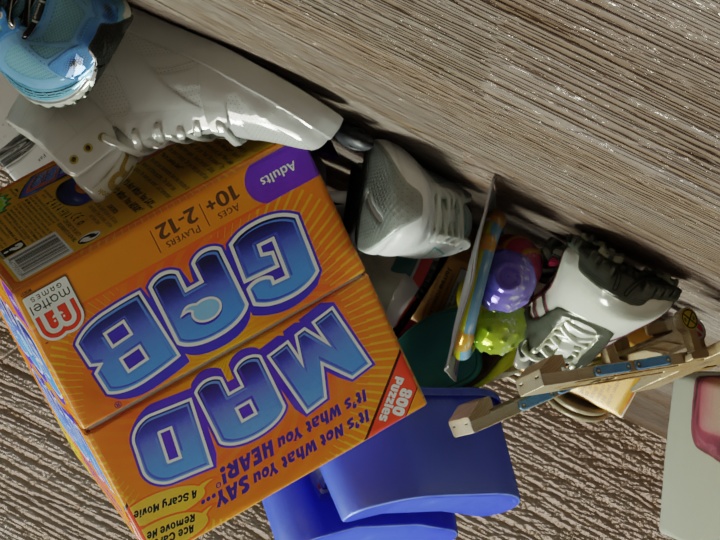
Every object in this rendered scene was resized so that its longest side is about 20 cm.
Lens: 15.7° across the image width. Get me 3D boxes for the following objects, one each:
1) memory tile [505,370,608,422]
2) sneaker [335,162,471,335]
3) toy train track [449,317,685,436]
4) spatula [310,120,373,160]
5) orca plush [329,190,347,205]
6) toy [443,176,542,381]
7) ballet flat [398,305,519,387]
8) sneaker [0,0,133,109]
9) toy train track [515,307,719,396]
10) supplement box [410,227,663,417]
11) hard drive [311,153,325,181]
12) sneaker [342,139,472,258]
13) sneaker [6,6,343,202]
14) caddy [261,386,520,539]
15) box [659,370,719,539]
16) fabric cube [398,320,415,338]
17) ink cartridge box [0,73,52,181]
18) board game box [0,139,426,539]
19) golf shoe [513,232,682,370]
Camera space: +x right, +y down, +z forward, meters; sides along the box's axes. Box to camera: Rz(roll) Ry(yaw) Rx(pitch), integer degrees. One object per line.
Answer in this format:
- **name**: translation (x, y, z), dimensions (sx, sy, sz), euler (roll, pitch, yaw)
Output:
- **memory tile**: translation (0.120, 0.044, 1.941), dimensions (0.200, 0.017, 0.153), euler (31, -152, 18)
- **sneaker**: translation (0.000, 0.000, 1.809), dimensions (0.093, 0.070, 0.200), euler (34, 137, 3)
- **toy train track**: translation (0.139, 0.062, 1.737), dimensions (0.200, 0.033, 0.115), euler (-22, -179, -33)
- **spatula**: translation (-0.024, -0.086, 1.634), dimensions (0.056, 0.021, 0.200), euler (21, 177, -15)
- **orca plush**: translation (-0.021, -0.020, 1.868), dimensions (0.105, 0.071, 0.200), euler (-13, 169, 21)
- **toy**: translation (0.085, 0.012, 1.607), dimensions (0.047, 0.115, 0.200), euler (13, 176, 1)
- **ballet flat**: translation (0.100, 0.045, 1.809), dimensions (0.067, 0.067, 0.200), euler (8, 151, -37)
- **sneaker**: translation (-0.216, -0.156, 1.525), dimensions (0.200, 0.078, 0.090), euler (23, 173, 42)
- **toy train track**: translation (0.172, 0.046, 1.555), dimensions (0.200, 0.033, 0.115), euler (-7, 166, -39)
- **supplement box**: translation (0.116, 0.029, 1.875), dimensions (0.200, 0.069, 0.067), euler (24, -153, 6)
- **hard drive**: translation (-0.105, -0.100, 1.880), dimensions (0.135, 0.042, 0.200), euler (25, 178, 24)
- **sneaker**: translation (0.035, -0.041, 1.626), dimensions (0.080, 0.071, 0.200), euler (10, 180, -4)
- **sneaker**: translation (-0.115, -0.084, 1.551), dimensions (0.200, 0.116, 0.074), euler (23, 175, 22)
- **caddy**: translation (0.015, 0.128, 1.774), dimensions (0.200, 0.105, 0.141), euler (3, 152, -46)
- **box**: translation (0.277, 0.125, 1.588), dimensions (0.128, 0.109, 0.200), euler (4, -178, -13)
- **fabric cube**: translation (-0.080, 0.028, 2.072), dimensions (0.196, 0.200, 0.199), euler (41, -177, 23)
- **ink cartridge box**: translation (-0.206, -0.089, 1.908), dimensions (0.200, 0.084, 0.146), euler (49, -174, 22)
- **board game box**: translation (-0.113, 0.024, 1.661), dimensions (0.200, 0.200, 0.200), euler (65, 169, -22)
- **golf shoe**: translation (0.142, 0.028, 1.609), dimensions (0.077, 0.088, 0.200), euler (28, 176, -3)
